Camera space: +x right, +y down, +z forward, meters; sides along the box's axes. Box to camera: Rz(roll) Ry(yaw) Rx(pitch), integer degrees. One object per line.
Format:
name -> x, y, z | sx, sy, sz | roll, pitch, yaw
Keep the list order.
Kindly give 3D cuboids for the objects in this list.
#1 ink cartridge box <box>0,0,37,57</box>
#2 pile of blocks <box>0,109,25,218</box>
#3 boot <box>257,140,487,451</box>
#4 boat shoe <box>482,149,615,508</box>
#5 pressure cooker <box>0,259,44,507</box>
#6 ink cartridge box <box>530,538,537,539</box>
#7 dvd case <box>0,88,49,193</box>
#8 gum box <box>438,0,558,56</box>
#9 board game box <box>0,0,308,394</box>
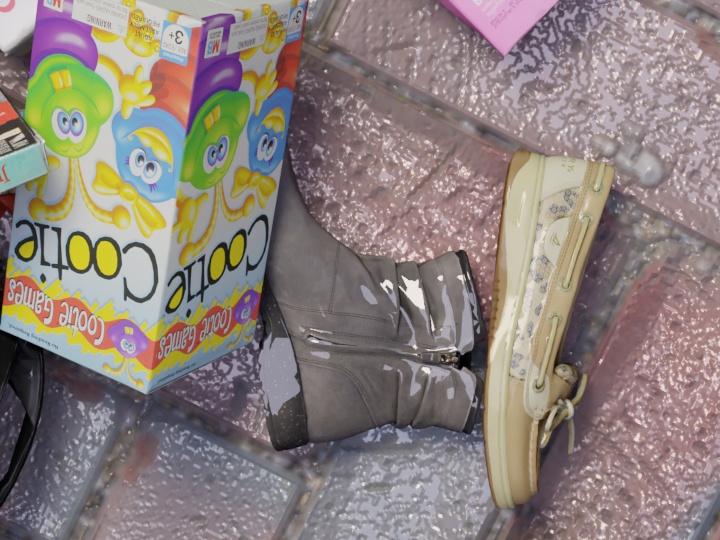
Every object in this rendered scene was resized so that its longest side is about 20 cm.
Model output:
ink cartridge box -> -0.160, -0.234, 1.216 | 0.200, 0.088, 0.146 | -39, 93, 4
pile of blocks -> -0.224, -0.055, 1.243 | 0.198, 0.082, 0.063 | -7, 96, 3
boot -> 0.000, 0.000, 1.254 | 0.130, 0.070, 0.202 | -9, 107, 0
boat shoe -> 0.103, 0.036, 1.244 | 0.062, 0.073, 0.202 | 5, 96, 5
pressure cooker -> -0.274, 0.067, 1.209 | 0.199, 0.179, 0.176 | 31, 124, -15
ink cartridge box -> 0.098, 0.275, 1.236 | 0.145, 0.083, 0.200 | -41, 96, -31
dvd case -> -0.251, -0.064, 1.149 | 0.145, 0.200, 0.022 | -24, 120, -13
gum box -> 0.100, -0.221, 1.216 | 0.113, 0.066, 0.200 | 44, 97, -4
board game box -> -0.109, -0.056, 1.164 | 0.104, 0.103, 0.202 | 21, 114, 25
